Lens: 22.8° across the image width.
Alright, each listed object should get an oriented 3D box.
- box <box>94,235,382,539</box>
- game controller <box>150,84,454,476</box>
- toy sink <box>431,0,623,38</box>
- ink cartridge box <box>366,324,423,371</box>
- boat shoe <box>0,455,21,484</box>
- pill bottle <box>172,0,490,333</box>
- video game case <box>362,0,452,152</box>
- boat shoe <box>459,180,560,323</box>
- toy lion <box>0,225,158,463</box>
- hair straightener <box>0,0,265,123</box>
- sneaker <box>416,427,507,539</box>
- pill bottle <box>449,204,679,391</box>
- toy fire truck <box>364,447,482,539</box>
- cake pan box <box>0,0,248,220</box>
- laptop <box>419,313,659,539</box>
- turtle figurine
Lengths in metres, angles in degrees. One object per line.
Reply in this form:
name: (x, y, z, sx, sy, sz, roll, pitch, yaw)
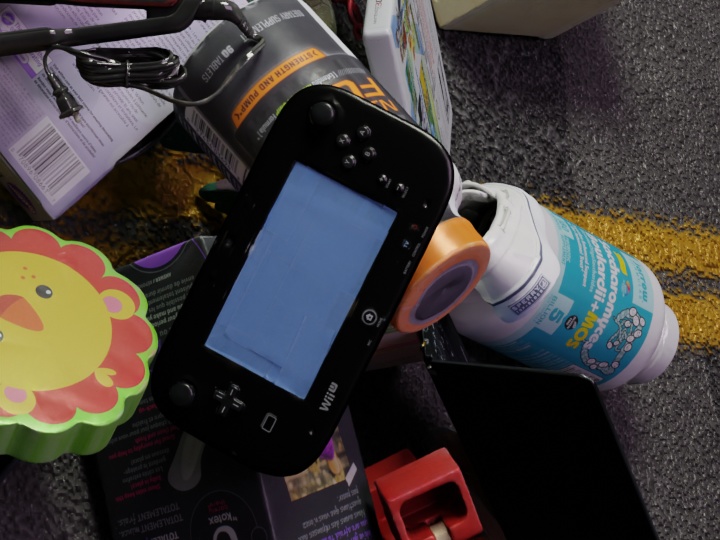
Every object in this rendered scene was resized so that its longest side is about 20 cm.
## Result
box: (-0.081, 0.091, 1.046, 0.106, 0.121, 0.202, 0, 74, -55)
game controller: (-0.030, 0.005, 0.948, 0.201, 0.104, 0.042, -63, 162, 2)
toy sink: (0.148, -0.271, 1.472, 0.199, 0.112, 0.132, -5, 77, -43)
ink cartridge box: (0.000, 0.000, 1.182, 0.200, 0.067, 0.118, 65, 15, -75)
boat shoe: (-0.206, 0.078, 0.968, 0.075, 0.062, 0.201, 49, 43, -18)
pill bottle: (-0.012, -0.057, 1.032, 0.106, 0.107, 0.200, -14, 55, -49)
video game case: (0.036, -0.135, 1.257, 0.183, 0.022, 0.201, -83, 164, -48)
boat shoe: (0.083, -0.031, 1.200, 0.065, 0.074, 0.200, 42, 5, -16)
toy lion: (-0.210, 0.031, 0.921, 0.191, 0.069, 0.200, 41, 41, 11)
hair straightener: (-0.151, -0.120, 0.990, 0.198, 0.041, 0.078, 1, 92, -9)
sneaker: (0.091, 0.205, 1.237, 0.201, 0.080, 0.071, 53, 23, 15)
pill bottle: (0.155, 0.024, 1.349, 0.199, 0.110, 0.112, 24, 56, -39)
toy fire truck: (0.046, 0.184, 1.110, 0.048, 0.141, 0.201, -24, 116, -9)
cake pan box: (-0.178, -0.156, 1.055, 0.184, 0.052, 0.200, -45, 109, -18)
laptop: (0.114, 0.092, 1.144, 0.201, 0.102, 0.178, -93, 161, -58)
turtle figurine: (-0.064, -0.144, 1.199, 0.150, 0.100, 0.201, 41, 53, -28)
